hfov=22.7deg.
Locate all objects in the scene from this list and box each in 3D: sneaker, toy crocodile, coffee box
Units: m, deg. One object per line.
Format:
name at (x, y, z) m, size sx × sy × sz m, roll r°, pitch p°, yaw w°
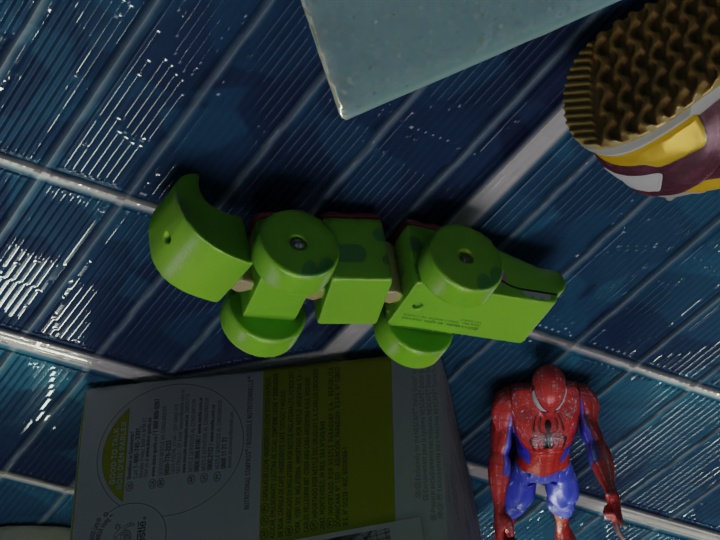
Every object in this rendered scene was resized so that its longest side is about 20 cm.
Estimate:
sneaker at (0.184, -0.086, 0.713) m, size 0.199 × 0.076 × 0.090 m, roll -19°, pitch 149°, yaw 31°
toy crocodile at (0.000, 0.000, 0.826) m, size 0.198 × 0.062 × 0.068 m, roll 6°, pitch 143°, yaw -19°
coffee box at (-0.037, 0.186, 0.947) m, size 0.196 × 0.201 × 0.200 m, roll -7°, pitch 143°, yaw 7°

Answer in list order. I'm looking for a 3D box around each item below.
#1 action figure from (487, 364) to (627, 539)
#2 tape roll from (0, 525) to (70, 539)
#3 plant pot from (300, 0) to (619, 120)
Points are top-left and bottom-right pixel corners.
action figure at (0.102, 0.132, 0.974) m, size 0.065 × 0.100 × 0.201 m, roll -4°, pitch 141°, yaw 1°
tape roll at (-0.200, 0.237, 1.116) m, size 0.200 × 0.071 × 0.203 m, roll -2°, pitch 144°, yaw -2°
plant pot at (0.053, -0.194, 0.462) m, size 0.198 × 0.197 × 0.196 m, roll -15°, pitch 142°, yaw 3°
